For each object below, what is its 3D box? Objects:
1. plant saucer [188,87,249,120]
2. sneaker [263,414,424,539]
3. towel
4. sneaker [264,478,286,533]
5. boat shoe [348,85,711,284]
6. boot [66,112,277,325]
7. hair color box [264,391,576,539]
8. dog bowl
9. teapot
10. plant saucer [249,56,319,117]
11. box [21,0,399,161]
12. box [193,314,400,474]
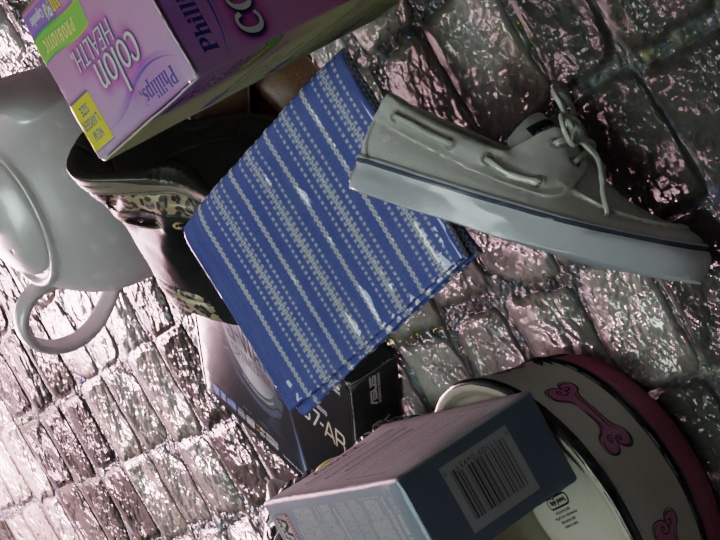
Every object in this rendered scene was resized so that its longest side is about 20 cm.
[{"bbox_3d":[-0.132,-0.154,1.460,0.200,0.034,0.201,42,139,50],"label":"plant saucer"},{"bbox_3d":[0.020,0.156,1.491,0.200,0.079,0.078,-26,50,41],"label":"sneaker"},{"bbox_3d":[-0.022,-0.017,1.277,0.145,0.024,0.200,57,135,11],"label":"towel"},{"bbox_3d":[-0.029,0.203,1.663,0.200,0.075,0.089,4,109,62],"label":"sneaker"},{"bbox_3d":[0.096,-0.055,1.147,0.201,0.075,0.086,18,93,24],"label":"boat shoe"},{"bbox_3d":[-0.081,-0.029,1.422,0.199,0.073,0.151,4,145,26],"label":"boot"},{"bbox_3d":[0.030,0.129,1.265,0.061,0.099,0.200,61,155,-4],"label":"hair color box"},{"bbox_3d":[0.132,0.138,1.287,0.200,0.074,0.201,43,151,32],"label":"dog bowl"},{"bbox_3d":[-0.235,-0.056,1.670,0.200,0.146,0.197,57,155,4],"label":"teapot"},{"bbox_3d":[-0.052,-0.068,1.456,0.200,0.032,0.201,41,148,32],"label":"plant saucer"},{"bbox_3d":[-0.058,-0.162,1.171,0.097,0.200,0.176,60,155,-2],"label":"box"},{"bbox_3d":[-0.047,0.074,1.581,0.200,0.043,0.161,40,149,35],"label":"box"}]
